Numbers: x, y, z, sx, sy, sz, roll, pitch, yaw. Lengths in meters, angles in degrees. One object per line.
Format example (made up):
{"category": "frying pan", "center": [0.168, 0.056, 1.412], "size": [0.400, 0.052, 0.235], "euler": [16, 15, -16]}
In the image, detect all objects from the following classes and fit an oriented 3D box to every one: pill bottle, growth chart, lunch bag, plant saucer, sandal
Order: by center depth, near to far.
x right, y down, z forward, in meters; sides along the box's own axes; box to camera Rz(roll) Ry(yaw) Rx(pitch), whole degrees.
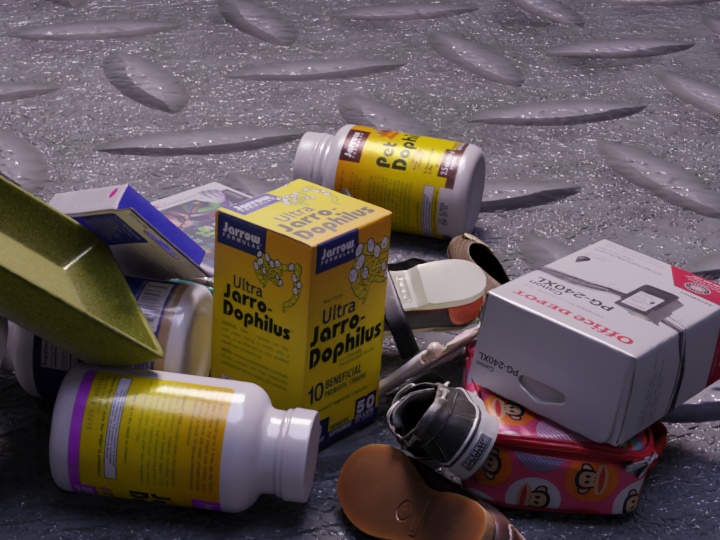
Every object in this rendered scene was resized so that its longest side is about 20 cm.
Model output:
{"category": "pill bottle", "center": [-0.136, 0.134, 1.378], "size": [0.200, 0.104, 0.104], "euler": [7, 24, 6]}
{"category": "plant saucer", "center": [-0.267, -0.007, 1.383], "size": [0.200, 0.048, 0.200], "euler": [34, 12, -36]}
{"category": "lunch bag", "center": [0.173, 0.131, 1.474], "size": [0.176, 0.082, 0.200], "euler": [8, 23, -3]}
{"category": "pill bottle", "center": [-0.236, 0.057, 1.517], "size": [0.200, 0.120, 0.120], "euler": [8, 24, 10]}
{"category": "sandal", "center": [0.000, 0.000, 1.568], "size": [0.048, 0.075, 0.200], "euler": [-22, 45, 1]}
{"category": "growth chart", "center": [0.088, 0.064, 1.575], "size": [0.200, 0.145, 0.018], "euler": [-27, 82, -48]}
{"category": "pill bottle", "center": [0.031, -0.100, 1.927], "size": [0.200, 0.109, 0.109], "euler": [10, 25, 14]}

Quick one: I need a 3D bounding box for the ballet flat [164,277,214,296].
{"category": "ballet flat", "center": [-0.178, 0.029, 1.608], "size": [0.200, 0.072, 0.072], "euler": [0, 20, 28]}

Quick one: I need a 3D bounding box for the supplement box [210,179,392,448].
{"category": "supplement box", "center": [-0.052, 0.040, 1.486], "size": [0.110, 0.200, 0.109], "euler": [20, 29, 33]}

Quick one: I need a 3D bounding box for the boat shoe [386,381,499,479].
{"category": "boat shoe", "center": [0.057, 0.115, 1.369], "size": [0.064, 0.071, 0.200], "euler": [33, -6, -6]}

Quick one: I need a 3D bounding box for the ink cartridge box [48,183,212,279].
{"category": "ink cartridge box", "center": [-0.200, -0.031, 1.516], "size": [0.037, 0.095, 0.200], "euler": [-56, 26, -18]}

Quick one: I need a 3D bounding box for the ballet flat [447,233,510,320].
{"category": "ballet flat", "center": [0.134, 0.009, 1.755], "size": [0.067, 0.046, 0.200], "euler": [24, 20, -19]}

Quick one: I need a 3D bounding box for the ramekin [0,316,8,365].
{"category": "ramekin", "center": [-0.354, 0.082, 1.363], "size": [0.094, 0.202, 0.202], "euler": [28, 14, -25]}

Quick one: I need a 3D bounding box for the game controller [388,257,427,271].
{"category": "game controller", "center": [-0.001, 0.021, 1.750], "size": [0.200, 0.042, 0.104], "euler": [-7, 12, -24]}

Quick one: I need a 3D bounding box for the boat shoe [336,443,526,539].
{"category": "boat shoe", "center": [0.055, 0.192, 1.334], "size": [0.070, 0.070, 0.200], "euler": [33, -3, -34]}

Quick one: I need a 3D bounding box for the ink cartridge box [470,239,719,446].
{"category": "ink cartridge box", "center": [0.207, 0.055, 1.453], "size": [0.145, 0.083, 0.200], "euler": [24, 27, 30]}

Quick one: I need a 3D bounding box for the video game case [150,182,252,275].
{"category": "video game case", "center": [-0.151, -0.039, 1.868], "size": [0.200, 0.023, 0.182], "euler": [23, 30, 36]}

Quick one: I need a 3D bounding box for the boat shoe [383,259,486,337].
{"category": "boat shoe", "center": [0.019, 0.032, 1.633], "size": [0.200, 0.063, 0.071], "euler": [-5, 55, -9]}
